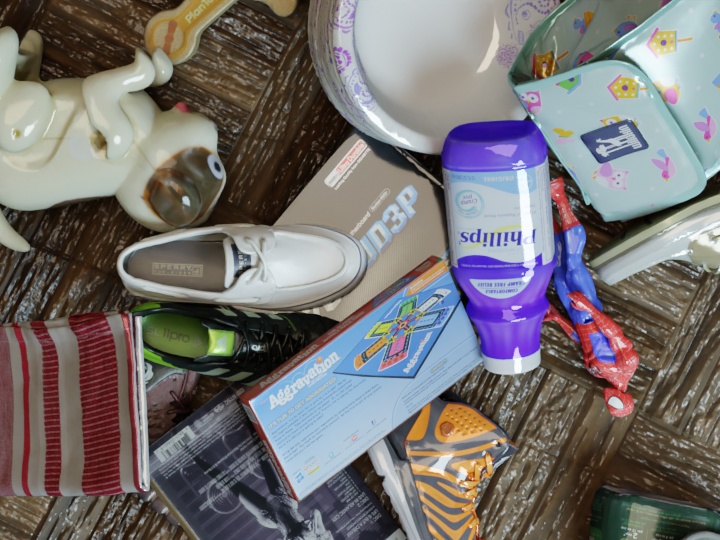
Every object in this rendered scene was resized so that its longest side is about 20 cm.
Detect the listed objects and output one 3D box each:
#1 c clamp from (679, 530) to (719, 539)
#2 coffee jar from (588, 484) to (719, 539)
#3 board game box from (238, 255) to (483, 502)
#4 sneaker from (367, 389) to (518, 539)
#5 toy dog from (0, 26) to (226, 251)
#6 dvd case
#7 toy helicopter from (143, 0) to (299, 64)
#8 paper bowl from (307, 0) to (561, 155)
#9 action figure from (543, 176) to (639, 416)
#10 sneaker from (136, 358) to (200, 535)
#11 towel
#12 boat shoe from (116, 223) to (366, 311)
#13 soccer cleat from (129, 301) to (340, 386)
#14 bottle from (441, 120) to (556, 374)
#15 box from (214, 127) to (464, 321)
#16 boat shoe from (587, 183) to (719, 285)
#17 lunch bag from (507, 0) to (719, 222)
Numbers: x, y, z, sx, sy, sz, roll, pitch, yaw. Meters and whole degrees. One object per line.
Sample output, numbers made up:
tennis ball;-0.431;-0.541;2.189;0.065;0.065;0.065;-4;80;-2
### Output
c clamp;0.295;0.297;1.467;0.200;0.027;0.171;27;77;-35
coffee jar;0.222;0.279;1.492;0.104;0.085;0.200;12;86;-5
board game box;0.005;0.084;1.468;0.200;0.019;0.103;-35;120;-21
sneaker;0.086;0.186;1.507;0.112;0.078;0.200;-26;86;1
toy dog;-0.207;-0.096;1.508;0.200;0.140;0.194;16;87;1
dvd case;-0.069;0.189;1.502;0.149;0.016;0.200;-37;90;-31
toy helicopter;-0.110;-0.254;1.548;0.200;0.079;0.132;-42;92;11
paper bowl;0.053;-0.197;1.499;0.201;0.104;0.201;-5;103;-24
action figure;0.178;0.026;1.519;0.052;0.065;0.200;-25;90;-25
sneaker;-0.146;0.136;1.521;0.200;0.076;0.116;39;85;5
towel;-0.242;0.109;1.488;0.200;0.023;0.144;-7;85;43
boat shoe;-0.096;-0.001;1.486;0.200;0.065;0.074;-7;85;3
soccer cleat;-0.091;0.061;1.474;0.200;0.081;0.068;7;89;2
bottle;0.112;-0.017;1.472;0.084;0.065;0.200;-1;111;12
box;0.000;0.000;1.538;0.159;0.046;0.200;41;89;4
boat shoe;0.286;-0.031;1.516;0.200;0.075;0.068;-27;97;10
lunch bag;0.232;-0.151;1.478;0.200;0.122;0.170;-39;124;2
